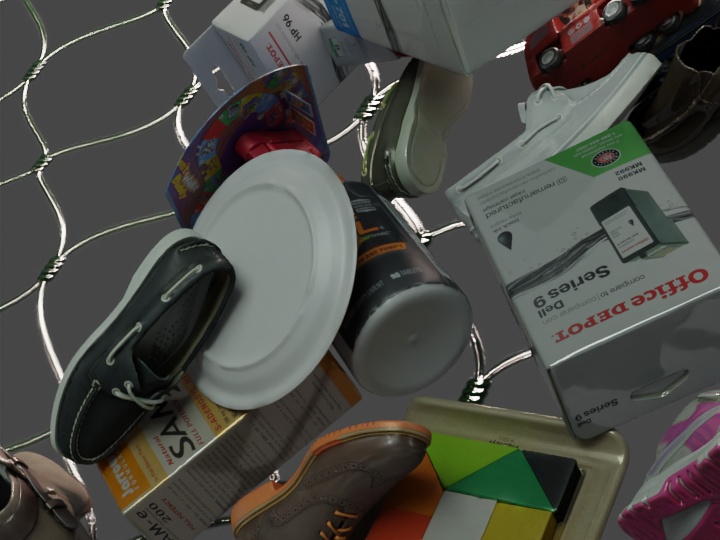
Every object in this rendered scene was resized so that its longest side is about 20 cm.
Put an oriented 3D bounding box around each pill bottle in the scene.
[{"bbox_3d":[0.000,0.000,1.121,0.106,0.107,0.200,-36,44,-2],"label":"pill bottle"}]

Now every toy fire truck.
[{"bbox_3d":[0.213,-0.241,1.152,0.199,0.049,0.142,-36,39,28],"label":"toy fire truck"}]

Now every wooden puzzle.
[{"bbox_3d":[0.073,0.183,0.974,0.183,0.037,0.202,6,57,33],"label":"wooden puzzle"}]

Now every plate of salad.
[{"bbox_3d":[-0.070,0.007,1.073,0.198,0.048,0.203,-16,67,40],"label":"plate of salad"}]

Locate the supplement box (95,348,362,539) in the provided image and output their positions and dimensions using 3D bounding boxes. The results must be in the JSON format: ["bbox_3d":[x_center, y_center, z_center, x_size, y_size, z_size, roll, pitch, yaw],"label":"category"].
[{"bbox_3d":[-0.115,0.110,1.119,0.199,0.074,0.126,-39,44,-4],"label":"supplement box"}]

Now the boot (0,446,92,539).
[{"bbox_3d":[-0.271,0.172,1.106,0.070,0.147,0.199,-45,45,-10],"label":"boot"}]

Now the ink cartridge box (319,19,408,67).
[{"bbox_3d":[0.071,-0.242,1.253,0.160,0.051,0.199,-35,16,-19],"label":"ink cartridge box"}]

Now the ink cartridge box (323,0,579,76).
[{"bbox_3d":[0.071,-0.249,1.158,0.146,0.087,0.199,-34,35,-18],"label":"ink cartridge box"}]

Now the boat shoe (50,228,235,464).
[{"bbox_3d":[-0.164,0.066,1.056,0.060,0.075,0.202,35,99,43],"label":"boat shoe"}]

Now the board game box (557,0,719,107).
[{"bbox_3d":[0.246,-0.216,1.165,0.199,0.034,0.137,-35,40,28],"label":"board game box"}]

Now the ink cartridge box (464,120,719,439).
[{"bbox_3d":[0.177,0.003,1.016,0.144,0.085,0.201,-25,40,3],"label":"ink cartridge box"}]

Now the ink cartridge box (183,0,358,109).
[{"bbox_3d":[-0.060,-0.226,1.339,0.200,0.116,0.068,-47,44,-12],"label":"ink cartridge box"}]

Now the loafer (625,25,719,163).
[{"bbox_3d":[0.263,-0.153,1.068,0.200,0.070,0.074,-39,26,50],"label":"loafer"}]

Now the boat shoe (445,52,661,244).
[{"bbox_3d":[0.150,-0.109,1.120,0.069,0.072,0.200,46,107,5],"label":"boat shoe"}]

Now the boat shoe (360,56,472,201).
[{"bbox_3d":[0.049,-0.138,1.233,0.060,0.072,0.203,-17,38,35],"label":"boat shoe"}]

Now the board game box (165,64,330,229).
[{"bbox_3d":[-0.079,-0.073,1.176,0.158,0.201,0.039,-42,63,-15],"label":"board game box"}]

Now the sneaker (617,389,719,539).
[{"bbox_3d":[0.237,0.105,0.866,0.200,0.081,0.089,-41,18,49],"label":"sneaker"}]

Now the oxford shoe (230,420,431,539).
[{"bbox_3d":[-0.018,0.170,0.989,0.200,0.071,0.074,-41,42,38],"label":"oxford shoe"}]
